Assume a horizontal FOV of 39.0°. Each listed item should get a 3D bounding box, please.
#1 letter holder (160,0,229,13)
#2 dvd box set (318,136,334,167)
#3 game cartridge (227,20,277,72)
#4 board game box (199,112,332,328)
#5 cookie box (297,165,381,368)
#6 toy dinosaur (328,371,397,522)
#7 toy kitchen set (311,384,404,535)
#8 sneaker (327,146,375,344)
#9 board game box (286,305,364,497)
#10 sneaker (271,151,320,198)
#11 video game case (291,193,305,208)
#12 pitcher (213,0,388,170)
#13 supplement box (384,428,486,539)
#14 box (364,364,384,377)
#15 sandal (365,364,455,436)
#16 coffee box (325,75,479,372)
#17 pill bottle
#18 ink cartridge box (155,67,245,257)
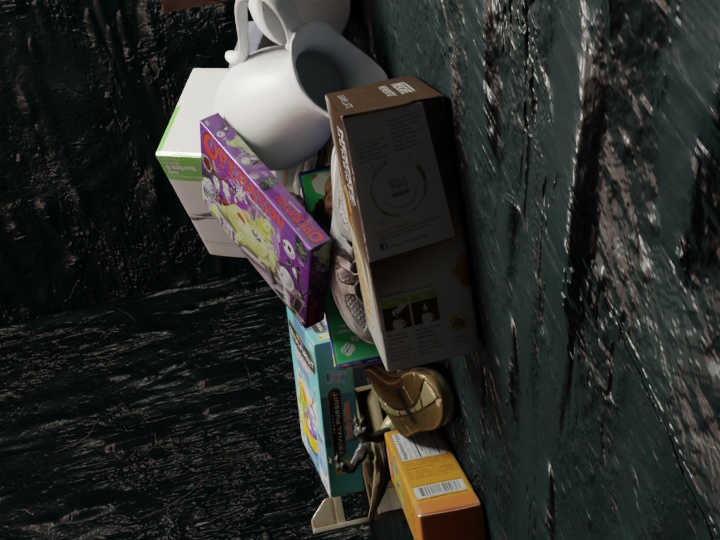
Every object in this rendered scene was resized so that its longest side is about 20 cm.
[{"bbox_3d":[-0.108,-0.347,0.959,0.143,0.197,0.102,86,170,-54],"label":"letter holder"},{"bbox_3d":[-0.040,-0.160,1.257,0.201,0.029,0.148,115,147,-56],"label":"dvd box set"},{"bbox_3d":[-0.124,-0.188,1.225,0.133,0.040,0.203,44,-129,-60],"label":"game cartridge"},{"bbox_3d":[-0.098,-0.050,1.008,0.200,0.032,0.121,48,146,30],"label":"board game box"},{"bbox_3d":[0.000,0.000,1.092,0.171,0.074,0.203,35,-137,-80],"label":"cookie box"},{"bbox_3d":[0.017,0.202,1.170,0.047,0.087,0.203,30,106,51],"label":"toy dinosaur"},{"bbox_3d":[-0.001,0.238,1.334,0.200,0.161,0.183,100,157,-75],"label":"toy kitchen set"},{"bbox_3d":[0.002,-0.024,0.930,0.082,0.074,0.203,-105,7,-74],"label":"sneaker"},{"bbox_3d":[-0.045,0.151,1.254,0.151,0.046,0.203,-133,35,-66],"label":"board game box"},{"bbox_3d":[-0.086,-0.160,1.187,0.201,0.079,0.075,-91,8,-55],"label":"sneaker"},{"bbox_3d":[-0.067,-0.043,1.283,0.201,0.018,0.144,-119,13,-44],"label":"video game case"},{"bbox_3d":[-0.085,-0.190,1.015,0.172,0.121,0.199,50,151,-15],"label":"pitcher"},{"bbox_3d":[0.073,0.226,1.038,0.200,0.068,0.068,-114,15,-75],"label":"supplement box"},{"bbox_3d":[0.008,0.011,1.323,0.159,0.049,0.202,87,170,-53],"label":"box"},{"bbox_3d":[0.060,0.126,1.053,0.081,0.054,0.200,65,160,0],"label":"sandal"},{"bbox_3d":[0.032,-0.040,0.803,0.115,0.079,0.203,-117,16,-70],"label":"coffee box"},{"bbox_3d":[-0.073,-0.312,1.128,0.200,0.112,0.115,-114,13,-64],"label":"pill bottle"},{"bbox_3d":[-0.168,-0.133,1.293,0.201,0.083,0.147,71,-151,-52],"label":"ink cartridge box"}]
